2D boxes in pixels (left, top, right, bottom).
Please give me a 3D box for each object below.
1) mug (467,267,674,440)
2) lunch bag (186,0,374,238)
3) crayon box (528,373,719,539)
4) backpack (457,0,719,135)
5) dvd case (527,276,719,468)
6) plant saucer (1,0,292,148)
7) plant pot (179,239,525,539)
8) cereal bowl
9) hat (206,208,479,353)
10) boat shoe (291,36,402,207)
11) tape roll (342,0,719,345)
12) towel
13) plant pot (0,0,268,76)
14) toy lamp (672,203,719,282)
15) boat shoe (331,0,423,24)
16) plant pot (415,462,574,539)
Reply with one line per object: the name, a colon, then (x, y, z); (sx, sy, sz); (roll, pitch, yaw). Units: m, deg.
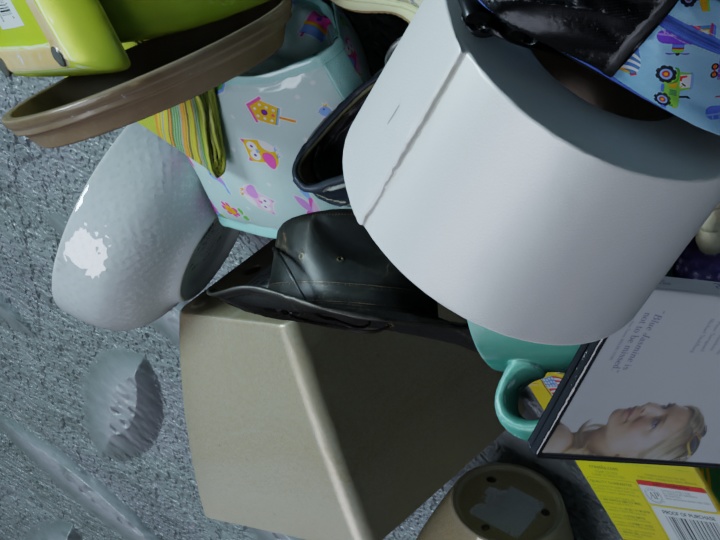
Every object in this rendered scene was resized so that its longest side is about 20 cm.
mug: (0.144, 0.004, 1.496); (0.114, 0.152, 0.186); (-2, 105, 23)
lunch bag: (-0.041, -0.108, 1.622); (0.200, 0.122, 0.171); (15, 141, 48)
crayon box: (0.208, 0.119, 1.697); (0.127, 0.051, 0.200); (3, 134, 48)
backpack: (0.172, -0.171, 1.225); (0.199, 0.183, 0.135); (28, 131, -9)
dvd case: (0.217, 0.068, 1.455); (0.143, 0.199, 0.018); (-64, 35, 31)
plant saucer: (-0.132, -0.124, 1.469); (0.200, 0.200, 0.030); (-6, 110, 53)
plant pot: (-0.026, 0.077, 1.797); (0.200, 0.200, 0.178); (6, 125, 47)
cereal bowl: (-0.146, -0.036, 1.765); (0.083, 0.200, 0.200); (31, 150, 12)
hat: (0.000, 0.000, 1.548); (0.200, 0.081, 0.201); (10, 174, 1)
boat shoe: (0.039, -0.111, 1.479); (0.200, 0.062, 0.075); (-32, 75, 22)
tape roll: (0.107, -0.077, 1.298); (0.202, 0.203, 0.139); (38, 131, 7)
towel: (-0.165, -0.137, 1.632); (0.200, 0.018, 0.086); (32, 142, 39)
plant pot: (-0.172, -0.232, 1.489); (0.199, 0.181, 0.201); (8, 130, 62)
toy lamp: (0.214, -0.073, 1.410); (0.058, 0.058, 0.201); (22, 138, 31)
boat shoe: (0.028, -0.198, 1.450); (0.200, 0.073, 0.063); (29, 145, 47)
plant pot: (0.110, 0.262, 1.909); (0.187, 0.187, 0.201); (29, 135, 22)
